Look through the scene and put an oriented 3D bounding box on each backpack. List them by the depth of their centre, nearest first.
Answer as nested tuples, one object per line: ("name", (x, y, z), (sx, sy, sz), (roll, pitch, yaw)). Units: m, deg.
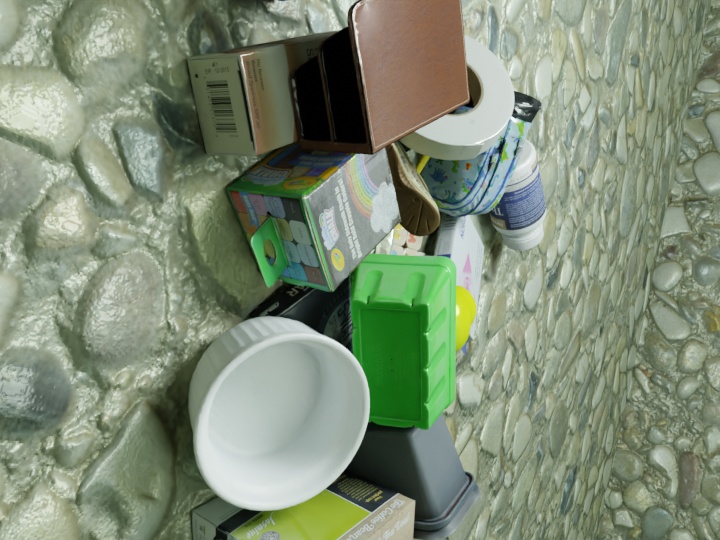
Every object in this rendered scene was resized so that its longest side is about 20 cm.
("backpack", (0.176, -0.187, 1.002), (0.153, 0.162, 0.204), (-27, 137, -44))

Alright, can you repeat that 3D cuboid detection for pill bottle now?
("pill bottle", (0.295, -0.140, 1.201), (0.112, 0.109, 0.202), (-53, 136, -31))

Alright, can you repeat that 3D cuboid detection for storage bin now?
("storage bin", (0.050, 0.254, 0.855), (0.145, 0.197, 0.137), (-29, 106, -48))

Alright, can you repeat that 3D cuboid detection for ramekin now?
("ramekin", (-0.097, 0.150, 0.700), (0.196, 0.097, 0.205), (-8, 108, -26))

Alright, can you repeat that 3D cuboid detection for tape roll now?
("tape roll", (0.116, -0.247, 0.871), (0.205, 0.200, 0.037), (-57, 176, -26))

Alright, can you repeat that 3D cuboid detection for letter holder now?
("letter holder", (0.023, -0.227, 0.671), (0.199, 0.099, 0.145), (-36, 126, -42))

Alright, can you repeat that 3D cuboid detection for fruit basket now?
("fruit basket", (0.066, 0.073, 0.793), (0.215, 0.152, 0.221), (3, 90, -77))

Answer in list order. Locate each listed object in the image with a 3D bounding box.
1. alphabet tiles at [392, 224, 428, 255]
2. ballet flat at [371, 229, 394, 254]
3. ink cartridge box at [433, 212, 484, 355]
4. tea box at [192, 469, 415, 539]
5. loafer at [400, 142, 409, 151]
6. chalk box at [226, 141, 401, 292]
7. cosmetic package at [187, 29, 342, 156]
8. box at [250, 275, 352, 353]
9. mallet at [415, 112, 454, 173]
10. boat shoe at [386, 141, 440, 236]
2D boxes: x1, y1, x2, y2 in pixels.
("alphabet tiles", (0.055, 0.022, 0.996), (0.194, 0.014, 0.205), (13, 88, -54))
("ballet flat", (0.000, 0.000, 0.875), (0.062, 0.067, 0.205), (15, 86, -46))
("ink cartridge box", (0.181, 0.015, 1.105), (0.200, 0.042, 0.200), (50, 44, -46))
("tea box", (-0.066, 0.342, 0.758), (0.198, 0.194, 0.137), (-13, 108, -50))
("loafer", (0.096, -0.252, 0.938), (0.070, 0.067, 0.204), (43, 60, -40))
("chalk box", (-0.062, -0.064, 0.727), (0.200, 0.122, 0.126), (-44, 132, -37))
("cosmetic package", (-0.081, -0.201, 0.695), (0.199, 0.086, 0.106), (-34, 124, -44))
("box", (-0.033, 0.096, 0.820), (0.159, 0.043, 0.203), (-34, 122, -22))
("mallet", (0.091, -0.170, 0.923), (0.065, 0.041, 0.203), (-2, 122, -54))
("boat shoe", (0.039, -0.136, 0.869), (0.201, 0.072, 0.063), (52, 23, -21))
